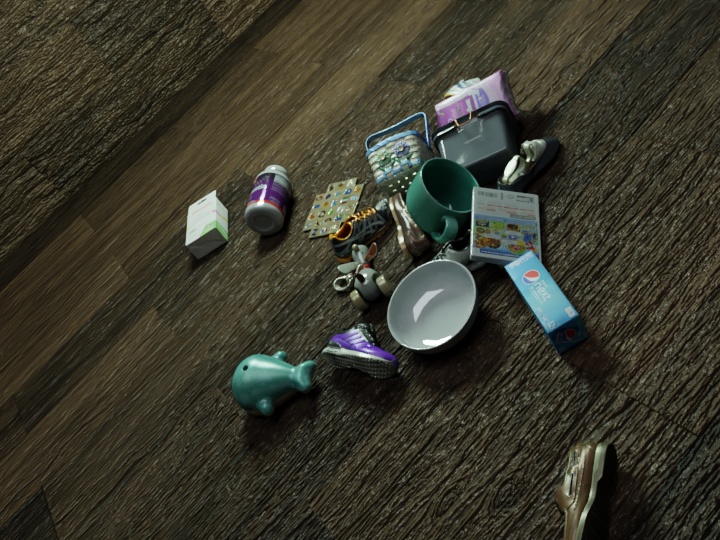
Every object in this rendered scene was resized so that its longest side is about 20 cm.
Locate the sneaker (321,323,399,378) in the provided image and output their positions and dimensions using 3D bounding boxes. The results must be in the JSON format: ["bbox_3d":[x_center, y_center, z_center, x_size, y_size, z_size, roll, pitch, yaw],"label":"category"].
[{"bbox_3d":[0.010,0.155,1.516,0.198,0.070,0.100,7,54,44],"label":"sneaker"}]

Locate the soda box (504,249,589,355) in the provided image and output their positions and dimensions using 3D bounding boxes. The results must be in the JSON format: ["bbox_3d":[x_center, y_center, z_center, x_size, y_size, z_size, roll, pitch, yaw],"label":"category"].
[{"bbox_3d":[0.337,0.054,1.338,0.063,0.068,0.201,-31,37,9],"label":"soda box"}]

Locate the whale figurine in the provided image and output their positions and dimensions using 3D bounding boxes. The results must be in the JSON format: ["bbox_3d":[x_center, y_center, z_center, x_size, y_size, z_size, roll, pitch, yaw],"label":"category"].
[{"bbox_3d":[-0.192,0.233,1.579,0.197,0.104,0.161,-14,43,30],"label":"whale figurine"}]

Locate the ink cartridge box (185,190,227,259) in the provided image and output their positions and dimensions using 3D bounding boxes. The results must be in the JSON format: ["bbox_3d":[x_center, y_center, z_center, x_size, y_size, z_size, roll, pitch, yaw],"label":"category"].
[{"bbox_3d":[-0.467,-0.143,2.235,0.116,0.068,0.202,-29,39,14],"label":"ink cartridge box"}]

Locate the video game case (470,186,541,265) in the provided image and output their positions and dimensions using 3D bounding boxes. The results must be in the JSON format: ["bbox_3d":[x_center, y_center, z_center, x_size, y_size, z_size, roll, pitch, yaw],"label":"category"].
[{"bbox_3d":[0.298,-0.090,1.503,0.140,0.018,0.202,8,49,2],"label":"video game case"}]

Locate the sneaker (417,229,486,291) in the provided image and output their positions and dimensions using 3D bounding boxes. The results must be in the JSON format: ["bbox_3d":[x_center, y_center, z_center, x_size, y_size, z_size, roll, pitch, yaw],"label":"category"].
[{"bbox_3d":[0.177,-0.017,1.543,0.198,0.080,0.074,-33,39,11],"label":"sneaker"}]

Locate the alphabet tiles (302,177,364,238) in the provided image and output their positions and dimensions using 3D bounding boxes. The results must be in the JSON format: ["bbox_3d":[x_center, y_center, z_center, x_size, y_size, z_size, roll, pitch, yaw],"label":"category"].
[{"bbox_3d":[-0.073,-0.169,1.975,0.164,0.006,0.203,-10,46,34],"label":"alphabet tiles"}]

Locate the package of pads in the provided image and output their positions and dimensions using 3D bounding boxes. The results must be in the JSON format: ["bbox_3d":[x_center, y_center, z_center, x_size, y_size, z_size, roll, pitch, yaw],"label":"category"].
[{"bbox_3d":[0.285,-0.387,1.786,0.197,0.075,0.123,-22,73,30],"label":"package of pads"}]

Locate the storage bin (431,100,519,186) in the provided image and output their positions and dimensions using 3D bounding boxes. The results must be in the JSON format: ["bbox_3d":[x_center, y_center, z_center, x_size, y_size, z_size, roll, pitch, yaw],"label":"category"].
[{"bbox_3d":[0.273,-0.281,1.695,0.197,0.146,0.136,-22,50,21],"label":"storage bin"}]

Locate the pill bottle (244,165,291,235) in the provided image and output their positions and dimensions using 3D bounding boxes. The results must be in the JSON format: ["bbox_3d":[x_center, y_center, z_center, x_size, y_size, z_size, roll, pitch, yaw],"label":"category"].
[{"bbox_3d":[-0.258,-0.205,2.082,0.111,0.113,0.202,-18,42,25],"label":"pill bottle"}]

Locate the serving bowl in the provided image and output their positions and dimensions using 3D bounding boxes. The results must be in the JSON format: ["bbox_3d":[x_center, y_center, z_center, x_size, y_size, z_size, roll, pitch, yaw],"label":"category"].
[{"bbox_3d":[0.153,0.081,1.462,0.197,0.066,0.203,-20,50,24],"label":"serving bowl"}]

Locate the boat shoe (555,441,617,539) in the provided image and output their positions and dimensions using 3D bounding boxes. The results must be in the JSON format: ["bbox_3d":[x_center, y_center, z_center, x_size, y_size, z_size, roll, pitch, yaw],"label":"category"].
[{"bbox_3d":[0.321,0.343,1.062,0.067,0.072,0.201,-8,37,40],"label":"boat shoe"}]

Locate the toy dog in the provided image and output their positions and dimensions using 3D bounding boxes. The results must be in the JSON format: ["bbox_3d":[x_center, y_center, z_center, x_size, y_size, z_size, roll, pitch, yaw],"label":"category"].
[{"bbox_3d":[0.000,0.000,1.661,0.132,0.097,0.200,-43,37,-6],"label":"toy dog"}]

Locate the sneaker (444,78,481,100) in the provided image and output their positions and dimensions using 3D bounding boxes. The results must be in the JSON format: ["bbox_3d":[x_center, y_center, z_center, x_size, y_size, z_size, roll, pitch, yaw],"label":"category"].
[{"bbox_3d":[0.304,-0.464,1.896,0.088,0.076,0.199,-49,38,-14],"label":"sneaker"}]

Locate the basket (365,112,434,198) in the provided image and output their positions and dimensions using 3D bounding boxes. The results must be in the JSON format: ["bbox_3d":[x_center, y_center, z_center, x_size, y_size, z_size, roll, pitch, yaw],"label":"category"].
[{"bbox_3d":[0.103,-0.293,1.839,0.174,0.139,0.203,-24,48,19],"label":"basket"}]

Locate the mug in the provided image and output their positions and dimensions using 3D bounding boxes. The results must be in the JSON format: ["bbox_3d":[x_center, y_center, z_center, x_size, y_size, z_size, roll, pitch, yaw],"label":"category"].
[{"bbox_3d":[0.169,-0.144,1.610,0.185,0.151,0.115,-48,-5,-41],"label":"mug"}]

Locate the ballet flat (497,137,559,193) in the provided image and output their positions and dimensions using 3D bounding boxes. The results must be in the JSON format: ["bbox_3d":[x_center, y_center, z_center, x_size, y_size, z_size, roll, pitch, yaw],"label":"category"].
[{"bbox_3d":[0.368,-0.239,1.615,0.200,0.073,0.073,-48,38,-12],"label":"ballet flat"}]

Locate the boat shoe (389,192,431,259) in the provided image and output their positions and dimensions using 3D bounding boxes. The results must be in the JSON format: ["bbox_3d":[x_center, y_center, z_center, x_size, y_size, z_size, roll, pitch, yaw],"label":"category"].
[{"bbox_3d":[0.119,-0.112,1.699,0.070,0.070,0.202,-33,45,19],"label":"boat shoe"}]

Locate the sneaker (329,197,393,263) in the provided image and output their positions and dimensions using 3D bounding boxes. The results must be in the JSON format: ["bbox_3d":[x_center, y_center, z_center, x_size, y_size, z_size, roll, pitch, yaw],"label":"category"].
[{"bbox_3d":[0.004,-0.110,1.788,0.200,0.078,0.078,-47,36,-12],"label":"sneaker"}]
